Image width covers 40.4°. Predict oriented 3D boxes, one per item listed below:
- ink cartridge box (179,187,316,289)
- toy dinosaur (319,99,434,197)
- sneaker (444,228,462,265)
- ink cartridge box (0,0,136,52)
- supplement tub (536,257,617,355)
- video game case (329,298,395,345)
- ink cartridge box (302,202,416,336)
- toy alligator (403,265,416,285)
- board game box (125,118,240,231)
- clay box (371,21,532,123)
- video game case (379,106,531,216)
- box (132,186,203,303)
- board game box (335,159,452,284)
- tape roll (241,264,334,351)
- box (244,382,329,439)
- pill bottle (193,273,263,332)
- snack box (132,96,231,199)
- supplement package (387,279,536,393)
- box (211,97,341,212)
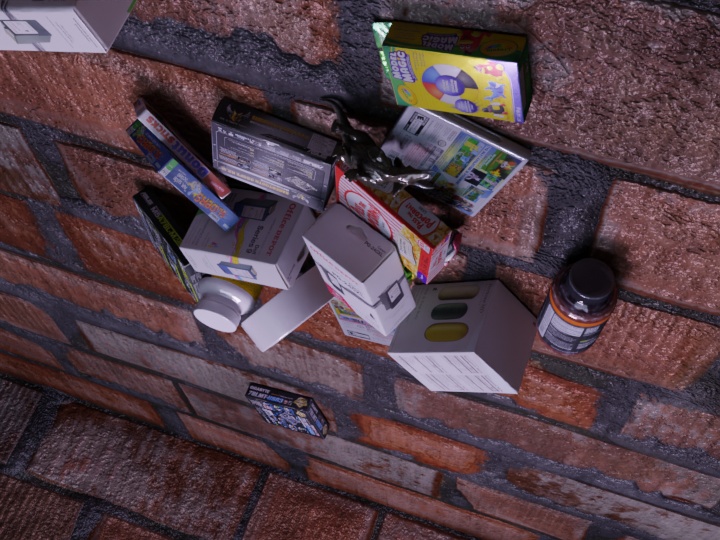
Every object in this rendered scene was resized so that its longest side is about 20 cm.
[{"bbox_3d":[-0.194,-0.061,1.727,0.200,0.145,0.088,12,152,22],"label":"ink cartridge box"},{"bbox_3d":[0.004,-0.165,1.397,0.200,0.077,0.102,39,-170,22],"label":"toy dinosaur"},{"bbox_3d":[0.076,-0.047,1.617,0.200,0.081,0.075,1,146,38],"label":"sneaker"},{"bbox_3d":[-0.396,-0.366,1.276,0.200,0.146,0.084,8,153,28],"label":"ink cartridge box"},{"bbox_3d":[0.350,0.055,1.572,0.107,0.107,0.200,18,154,8],"label":"supplement tub"},{"bbox_3d":[0.040,0.106,2.022,0.200,0.022,0.182,13,154,21],"label":"video game case"},{"bbox_3d":[0.000,0.000,1.608,0.145,0.083,0.200,38,166,29],"label":"ink cartridge box"},{"bbox_3d":[0.067,-0.003,1.749,0.054,0.059,0.200,60,159,14],"label":"toy alligator"},{"bbox_3d":[-0.295,-0.159,1.640,0.135,0.034,0.200,47,-179,39],"label":"board game box"},{"bbox_3d":[0.110,-0.249,1.224,0.200,0.048,0.115,11,153,20],"label":"clay box"},{"bbox_3d":[0.124,-0.162,1.418,0.182,0.022,0.200,25,154,-7],"label":"video game case"},{"bbox_3d":[-0.359,-0.040,1.909,0.193,0.048,0.200,47,163,22],"label":"box"},{"bbox_3d":[0.048,-0.082,1.509,0.200,0.046,0.152,42,164,15],"label":"board game box"},{"bbox_3d":[-0.128,0.068,1.856,0.071,0.202,0.202,52,151,-1],"label":"tape roll"},{"bbox_3d":[-0.205,0.399,2.772,0.198,0.050,0.200,10,152,22],"label":"box"},{"bbox_3d":[-0.234,0.009,1.833,0.112,0.200,0.112,18,154,9],"label":"pill bottle"},{"bbox_3d":[-0.292,-0.200,1.608,0.200,0.024,0.072,45,-176,-32],"label":"snack box"},{"bbox_3d":[0.188,0.122,1.778,0.200,0.152,0.151,-5,144,44],"label":"supplement package"},{"bbox_3d":[-0.136,-0.180,1.556,0.200,0.048,0.158,21,156,3],"label":"box"}]
